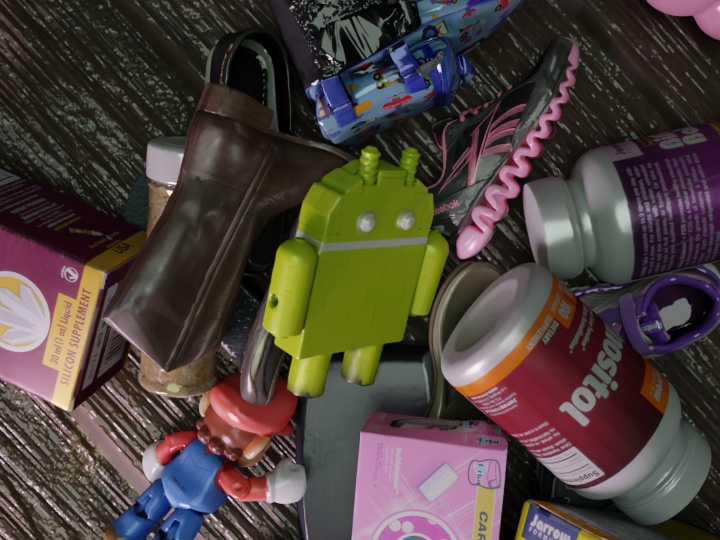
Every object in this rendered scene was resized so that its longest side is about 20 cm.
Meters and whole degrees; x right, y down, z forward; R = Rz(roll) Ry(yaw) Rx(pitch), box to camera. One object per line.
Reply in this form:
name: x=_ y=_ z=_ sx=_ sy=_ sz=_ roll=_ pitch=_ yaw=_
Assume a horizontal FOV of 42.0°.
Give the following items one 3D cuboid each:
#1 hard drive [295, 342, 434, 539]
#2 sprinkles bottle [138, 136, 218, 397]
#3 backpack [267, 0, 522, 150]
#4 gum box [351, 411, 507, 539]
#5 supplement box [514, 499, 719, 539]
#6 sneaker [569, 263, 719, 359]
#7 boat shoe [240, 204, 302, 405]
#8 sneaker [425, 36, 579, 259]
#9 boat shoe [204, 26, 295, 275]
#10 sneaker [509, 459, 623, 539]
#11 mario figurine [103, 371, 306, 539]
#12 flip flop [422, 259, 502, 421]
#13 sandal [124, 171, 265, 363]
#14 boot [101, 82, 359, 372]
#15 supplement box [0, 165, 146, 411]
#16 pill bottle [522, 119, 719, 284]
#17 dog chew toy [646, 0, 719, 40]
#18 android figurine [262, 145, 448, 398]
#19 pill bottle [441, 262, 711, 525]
hard drive: x=0.007 y=0.165 z=0.826 sx=0.133 sy=0.042 sz=0.203 roll=1 pitch=96 yaw=3
sprinkles bottle: x=-0.141 y=-0.003 z=0.752 sx=0.067 sy=0.068 sz=0.203 roll=7 pitch=105 yaw=2
backpack: x=0.039 y=-0.194 z=0.723 sx=0.198 sy=0.183 sz=0.136 roll=-24 pitch=90 yaw=0
gum box: x=0.052 y=0.212 z=0.740 sx=0.112 sy=0.066 sz=0.203 roll=5 pitch=96 yaw=9
supplement box: x=0.217 y=0.254 z=0.720 sx=0.198 sy=0.108 sz=0.111 roll=16 pitch=88 yaw=-33
sneaker: x=0.216 y=0.048 z=0.782 sx=0.198 sy=0.088 sz=0.081 roll=-24 pitch=95 yaw=6
boat shoe: x=-0.040 y=0.020 z=0.778 sx=0.073 sy=0.074 sz=0.202 roll=22 pitch=77 yaw=-7
sneaker: x=0.108 y=-0.114 z=0.785 sx=0.095 sy=0.079 sz=0.201 roll=32 pitch=95 yaw=11
boat shoe: x=-0.092 y=-0.098 z=0.780 sx=0.073 sy=0.063 sz=0.205 roll=-2 pitch=90 yaw=-30
sneaker: x=0.134 y=0.227 z=0.801 sx=0.199 sy=0.077 sz=0.148 roll=-10 pitch=106 yaw=-6
mario figurine: x=-0.122 y=0.178 z=0.814 sx=0.123 sy=0.106 sz=0.201 roll=40 pitch=85 yaw=-8
flip flop: x=0.093 y=0.093 z=0.785 sx=0.080 sy=0.057 sz=0.203 roll=15 pitch=85 yaw=-33
sandal: x=-0.135 y=0.001 z=0.824 sx=0.076 sy=0.043 sz=0.201 roll=-32 pitch=103 yaw=12
boot: x=-0.082 y=-0.011 z=0.707 sx=0.185 sy=0.064 sz=0.202 roll=25 pitch=81 yaw=-34
supplement box: x=-0.286 y=0.004 z=0.775 sx=0.198 sy=0.103 sz=0.132 roll=23 pitch=111 yaw=7
pill bottle: x=0.236 y=-0.052 z=0.755 sx=0.197 sy=0.112 sz=0.114 roll=-13 pitch=95 yaw=1
dog chew toy: x=0.257 y=-0.261 z=0.738 sx=0.199 sy=0.125 sz=0.125 roll=40 pitch=96 yaw=-10
android figurine: x=0.000 y=0.000 z=0.731 sx=0.041 sy=0.181 sz=0.203 roll=29 pitch=112 yaw=38
pill bottle: x=0.167 y=0.098 z=0.715 sx=0.200 sy=0.113 sz=0.113 roll=41 pitch=96 yaw=-9
